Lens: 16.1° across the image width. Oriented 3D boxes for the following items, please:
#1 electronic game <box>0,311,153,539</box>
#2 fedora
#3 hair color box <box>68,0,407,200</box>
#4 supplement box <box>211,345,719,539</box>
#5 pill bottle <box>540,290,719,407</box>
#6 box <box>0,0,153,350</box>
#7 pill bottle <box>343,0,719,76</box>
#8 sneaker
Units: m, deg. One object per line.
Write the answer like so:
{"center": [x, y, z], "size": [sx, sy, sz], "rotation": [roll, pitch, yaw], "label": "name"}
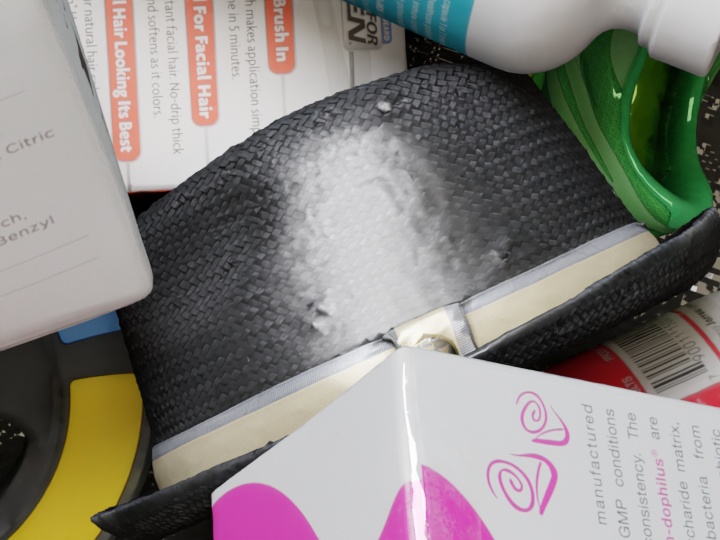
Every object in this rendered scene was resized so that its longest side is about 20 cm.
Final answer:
{"center": [-0.160, 0.037, 0.775], "size": [0.199, 0.042, 0.201], "rotation": [-3, 116, -6], "label": "electronic game"}
{"center": [0.000, 0.000, 0.738], "size": [0.200, 0.201, 0.092], "rotation": [-25, 87, -6], "label": "fedora"}
{"center": [-0.086, -0.077, 0.810], "size": [0.199, 0.064, 0.111], "rotation": [-3, 89, -5], "label": "hair color box"}
{"center": [0.072, 0.098, 0.648], "size": [0.199, 0.103, 0.102], "rotation": [13, 59, -29], "label": "supplement box"}
{"center": [0.054, 0.093, 0.794], "size": [0.199, 0.112, 0.113], "rotation": [-24, 91, -6], "label": "pill bottle"}
{"center": [-0.180, -0.071, 0.662], "size": [0.199, 0.131, 0.199], "rotation": [-19, 55, -2], "label": "box"}
{"center": [0.017, -0.124, 0.701], "size": [0.200, 0.111, 0.111], "rotation": [25, 86, 7], "label": "pill bottle"}
{"center": [0.092, -0.105, 0.810], "size": [0.074, 0.083, 0.201], "rotation": [-8, 101, -47], "label": "sneaker"}
